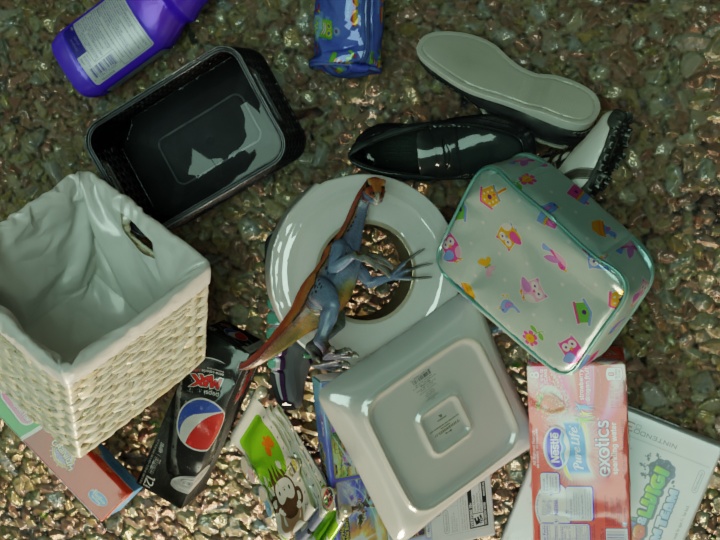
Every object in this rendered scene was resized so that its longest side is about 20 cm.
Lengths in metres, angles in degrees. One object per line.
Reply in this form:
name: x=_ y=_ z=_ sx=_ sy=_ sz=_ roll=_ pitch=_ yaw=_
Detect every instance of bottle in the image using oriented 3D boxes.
bottle: x=-0.237 y=-0.271 z=1.267 sx=0.199 sy=0.065 sz=0.084 roll=-33 pitch=92 yaw=14

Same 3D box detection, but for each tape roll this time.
tape roll: x=0.000 y=0.000 z=1.223 sx=0.201 sy=0.071 sz=0.204 roll=0 pitch=92 yaw=-8

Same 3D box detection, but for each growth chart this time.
growth chart: x=-0.082 y=0.225 z=1.265 sx=0.200 sy=0.018 sz=0.145 roll=51 pitch=137 yaw=31

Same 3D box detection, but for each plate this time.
plate: x=0.080 y=0.154 z=1.203 sx=0.199 sy=0.032 sz=0.201 roll=-32 pitch=111 yaw=-16

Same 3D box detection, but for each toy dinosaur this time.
toy dinosaur: x=-0.026 y=-0.001 z=1.143 sx=0.198 sy=0.105 sz=0.183 roll=-2 pitch=74 yaw=2

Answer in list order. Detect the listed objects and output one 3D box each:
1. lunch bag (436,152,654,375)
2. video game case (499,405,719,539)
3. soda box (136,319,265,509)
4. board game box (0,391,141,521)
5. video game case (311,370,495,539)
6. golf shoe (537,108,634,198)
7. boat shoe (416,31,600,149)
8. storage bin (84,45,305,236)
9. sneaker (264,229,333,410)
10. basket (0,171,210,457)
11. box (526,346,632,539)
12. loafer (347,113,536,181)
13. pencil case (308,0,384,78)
lunch bag: x=0.173 y=-0.006 z=1.133 sx=0.200 sy=0.077 sz=0.161 roll=43 pitch=135 yaw=22
video game case: x=0.267 y=0.244 z=1.263 sx=0.181 sy=0.024 sz=0.201 roll=21 pitch=102 yaw=8
soda box: x=-0.178 y=0.161 z=1.314 sx=0.063 sy=0.071 sz=0.201 roll=26 pitch=102 yaw=10
board game box: x=-0.334 y=0.189 z=1.309 sx=0.040 sy=0.153 sz=0.200 roll=-44 pitch=88 yaw=-8
video game case: x=0.047 y=0.198 z=1.252 sx=0.180 sy=0.045 sz=0.202 roll=-7 pitch=97 yaw=-17
golf shoe: x=0.197 y=-0.092 z=1.172 sx=0.094 sy=0.078 sz=0.201 roll=39 pitch=131 yaw=14
boat shoe: x=0.147 y=-0.183 z=1.205 sx=0.199 sy=0.060 sz=0.074 roll=22 pitch=59 yaw=7
storage bin: x=-0.176 y=-0.139 z=1.260 sx=0.199 sy=0.094 sz=0.136 roll=-28 pitch=92 yaw=13
sneaker: x=-0.056 y=0.054 z=1.277 sx=0.087 sy=0.074 sz=0.202 roll=-1 pitch=97 yaw=6
basket: x=-0.282 y=0.042 z=1.193 sx=0.198 sy=0.200 sz=0.162 roll=35 pitch=144 yaw=22
box: x=0.225 y=0.185 z=1.203 sx=0.102 sy=0.095 sz=0.202 roll=-3 pitch=97 yaw=12
loafer: x=0.081 y=-0.120 z=1.195 sx=0.199 sy=0.070 sz=0.069 roll=3 pitch=113 yaw=30
pencil case: x=-0.008 y=-0.300 z=1.207 sx=0.077 sy=0.087 sz=0.202 roll=1 pitch=101 yaw=-22
